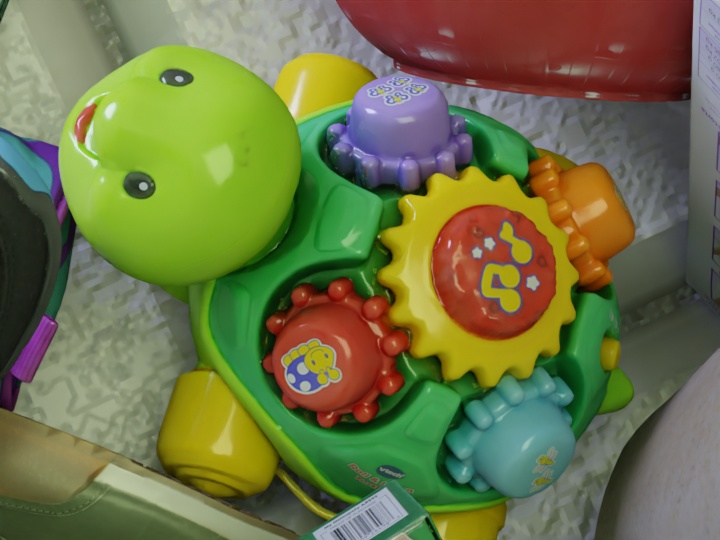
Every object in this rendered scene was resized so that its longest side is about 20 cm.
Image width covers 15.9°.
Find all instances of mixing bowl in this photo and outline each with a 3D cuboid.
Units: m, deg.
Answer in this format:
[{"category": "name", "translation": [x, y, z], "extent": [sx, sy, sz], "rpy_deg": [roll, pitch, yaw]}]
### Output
[{"category": "mixing bowl", "translation": [0.063, -0.111, 0.780], "extent": [0.200, 0.200, 0.109], "rpy_deg": [2, 101, -11]}]

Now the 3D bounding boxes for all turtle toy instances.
[{"category": "turtle toy", "translation": [0.000, 0.000, 0.762], "extent": [0.200, 0.101, 0.146], "rpy_deg": [23, 70, -19]}]

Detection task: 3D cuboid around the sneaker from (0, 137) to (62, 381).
[{"category": "sneaker", "translation": [-0.160, 0.041, 0.680], "extent": [0.200, 0.082, 0.073], "rpy_deg": [-41, 96, 13]}]

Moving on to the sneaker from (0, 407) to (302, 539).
[{"category": "sneaker", "translation": [-0.047, 0.115, 0.752], "extent": [0.200, 0.067, 0.090], "rpy_deg": [28, 79, -24]}]

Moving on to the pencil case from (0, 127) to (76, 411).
[{"category": "pencil case", "translation": [-0.181, -0.025, 0.751], "extent": [0.200, 0.092, 0.085], "rpy_deg": [19, 103, -8]}]

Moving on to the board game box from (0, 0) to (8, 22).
[{"category": "board game box", "translation": [-0.194, -0.145, 0.804], "extent": [0.200, 0.028, 0.136], "rpy_deg": [20, 78, -7]}]

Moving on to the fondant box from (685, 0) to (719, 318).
[{"category": "fondant box", "translation": [0.168, -0.060, 0.766], "extent": [0.144, 0.200, 0.058], "rpy_deg": [-37, 66, -11]}]

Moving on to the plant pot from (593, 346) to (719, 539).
[{"category": "plant pot", "translation": [0.157, 0.069, 0.707], "extent": [0.200, 0.183, 0.201], "rpy_deg": [5, 73, -17]}]

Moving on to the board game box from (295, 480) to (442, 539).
[{"category": "board game box", "translation": [-0.042, 0.163, 0.679], "extent": [0.200, 0.029, 0.135], "rpy_deg": [-31, 114, -7]}]
